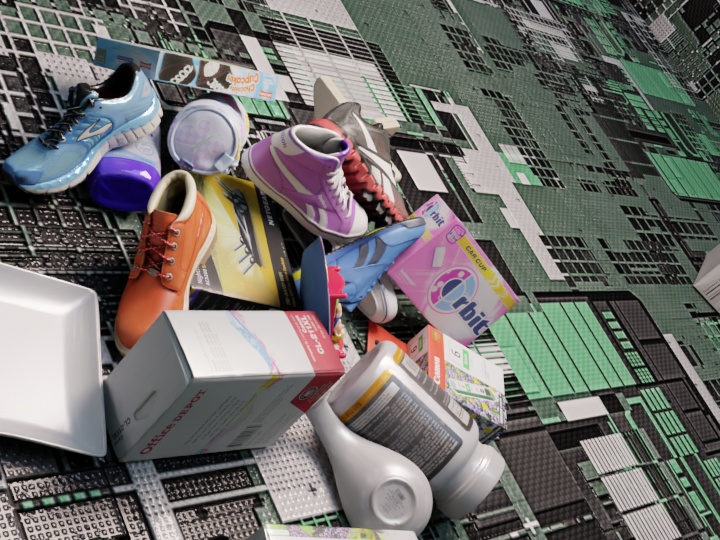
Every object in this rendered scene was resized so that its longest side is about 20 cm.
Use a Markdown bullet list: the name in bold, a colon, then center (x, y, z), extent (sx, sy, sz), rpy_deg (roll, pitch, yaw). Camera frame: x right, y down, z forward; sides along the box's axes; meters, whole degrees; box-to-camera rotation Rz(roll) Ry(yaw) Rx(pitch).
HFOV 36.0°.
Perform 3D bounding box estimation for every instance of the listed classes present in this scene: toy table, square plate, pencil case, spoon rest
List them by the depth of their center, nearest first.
- **square plate**: center (-0.334, 0.076, 1.030), extent (0.199, 0.028, 0.199), rpy_deg (19, 42, -35)
- **spoon rest**: center (0.003, 0.212, 1.208), extent (0.099, 0.061, 0.201), rpy_deg (-37, 97, -15)
- **pencil case**: center (-0.181, -0.170, 1.356), extent (0.090, 0.083, 0.200), rpy_deg (32, 10, -11)
- **toy table**: center (-0.031, -0.166, 1.551), extent (0.184, 0.117, 0.200), rpy_deg (48, 34, 3)

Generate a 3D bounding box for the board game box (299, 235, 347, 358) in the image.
- **board game box**: center (-0.035, 0.048, 1.242), extent (0.039, 0.200, 0.159), rpy_deg (-1, 82, -12)

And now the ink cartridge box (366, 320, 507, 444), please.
- **ink cartridge box**: center (0.100, 0.134, 1.435), extent (0.199, 0.050, 0.109), rpy_deg (32, 35, -23)

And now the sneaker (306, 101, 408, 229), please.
- **sneaker**: center (0.013, -0.135, 1.435), extent (0.098, 0.071, 0.201), rpy_deg (-50, 119, -24)

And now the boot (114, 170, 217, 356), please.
- **boot**: center (-0.211, -0.009, 1.153), extent (0.074, 0.107, 0.201), rpy_deg (11, 58, 9)

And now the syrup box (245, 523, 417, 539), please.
- **syrup box**: center (-0.028, 0.304, 1.083), extent (0.199, 0.079, 0.082), rpy_deg (13, 45, -40)

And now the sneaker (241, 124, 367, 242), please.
- **sneaker**: center (-0.036, -0.106, 1.349), extent (0.200, 0.114, 0.073), rpy_deg (32, 45, -39)

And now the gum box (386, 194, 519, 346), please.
- **gum box**: center (0.117, 0.010, 1.468), extent (0.200, 0.113, 0.066), rpy_deg (49, 4, -38)

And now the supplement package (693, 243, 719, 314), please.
- **supplement package**: center (0.815, 0.029, 2.268), extent (0.200, 0.147, 0.191), rpy_deg (48, 33, 2)

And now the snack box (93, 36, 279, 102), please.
- **snack box**: center (-0.207, -0.242, 1.341), extent (0.116, 0.037, 0.199), rpy_deg (19, 11, 37)

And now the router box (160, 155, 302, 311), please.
- **router box**: center (-0.164, -0.029, 1.311), extent (0.157, 0.052, 0.201), rpy_deg (14, 45, -39)

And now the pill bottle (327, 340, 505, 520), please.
- **pill bottle**: center (0.064, 0.186, 1.281), extent (0.200, 0.116, 0.116), rpy_deg (44, 33, -4)

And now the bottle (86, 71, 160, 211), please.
- **bottle**: center (-0.278, -0.159, 1.306), extent (0.083, 0.065, 0.201), rpy_deg (10, 45, -19)

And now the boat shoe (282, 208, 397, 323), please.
- **boat shoe**: center (-0.030, -0.011, 1.432), extent (0.066, 0.072, 0.201), rpy_deg (-25, 79, -41)

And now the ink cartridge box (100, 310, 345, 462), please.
- **ink cartridge box**: center (-0.139, 0.112, 1.102), extent (0.199, 0.146, 0.083), rpy_deg (4, 50, -47)

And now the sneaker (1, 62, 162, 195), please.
- **sneaker**: center (-0.309, -0.162, 1.201), extent (0.078, 0.090, 0.200), rpy_deg (31, 58, 28)

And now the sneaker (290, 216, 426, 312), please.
- **sneaker**: center (0.000, 0.000, 1.374), extent (0.079, 0.199, 0.066), rpy_deg (63, -9, -2)
